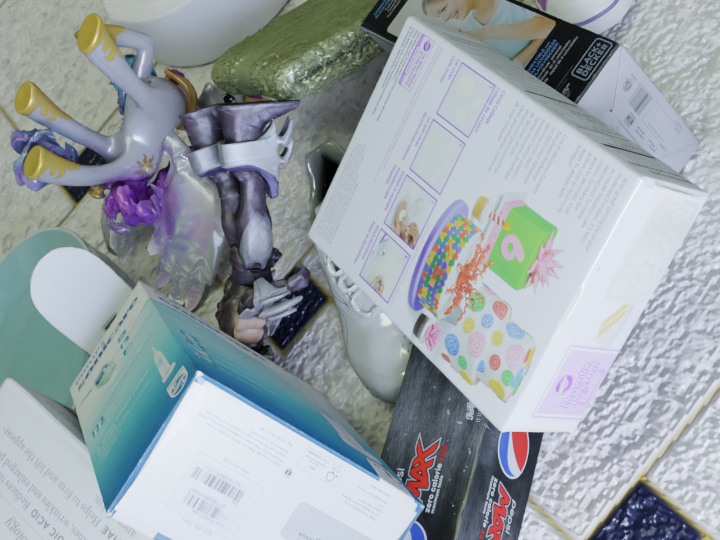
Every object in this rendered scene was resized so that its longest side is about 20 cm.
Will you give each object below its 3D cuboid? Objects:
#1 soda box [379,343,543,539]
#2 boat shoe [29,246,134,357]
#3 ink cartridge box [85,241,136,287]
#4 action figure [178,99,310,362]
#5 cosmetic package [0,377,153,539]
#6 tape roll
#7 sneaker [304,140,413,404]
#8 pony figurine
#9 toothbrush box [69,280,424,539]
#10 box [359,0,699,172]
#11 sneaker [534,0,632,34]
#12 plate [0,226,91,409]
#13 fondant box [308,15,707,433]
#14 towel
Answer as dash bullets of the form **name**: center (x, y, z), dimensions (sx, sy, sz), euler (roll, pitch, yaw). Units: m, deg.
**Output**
- **soda box**: center (0.049, 0.131, 0.715), dimensions (0.070, 0.063, 0.201), euler (-1, 61, 39)
- **boat shoe**: center (-0.142, 0.064, 0.867), dimensions (0.072, 0.200, 0.068), euler (-48, 0, -5)
- **ink cartridge box**: center (-0.195, 0.059, 0.981), dimensions (0.100, 0.039, 0.200), euler (-52, 42, -1)
- **action figure**: center (-0.073, -0.013, 0.861), dimensions (0.130, 0.069, 0.201), euler (-162, 66, -66)
- **cosmetic package**: center (-0.175, 0.206, 0.760), dimensions (0.165, 0.165, 0.201), euler (32, 85, 35)
- **tape roll**: center (-0.137, -0.283, 1.138), dimensions (0.202, 0.071, 0.203), euler (-20, 52, 28)
- **sneaker**: center (0.000, 0.000, 0.825), dimensions (0.074, 0.087, 0.201), euler (-30, 48, 11)
- **pony figurine**: center (-0.167, -0.089, 0.973), dimensions (0.166, 0.199, 0.194), euler (32, 101, 40)
- **toothbrush box**: center (-0.073, 0.096, 0.714), dimensions (0.086, 0.146, 0.200), euler (-56, 23, 1)
- **box**: center (0.102, -0.118, 0.801), dimensions (0.060, 0.117, 0.200), euler (-53, 45, 1)
- **sneaker**: center (0.123, -0.254, 0.874), dimensions (0.072, 0.114, 0.201), euler (-27, 50, 21)
- **plate**: center (-0.252, 0.065, 0.980), dimensions (0.200, 0.026, 0.201), euler (-21, 59, 40)
- **fondant box**: center (0.068, -0.029, 0.684), dimensions (0.200, 0.058, 0.145), euler (45, 117, 44)
- **towel**: center (-0.004, -0.181, 0.929), dimensions (0.200, 0.037, 0.148), euler (-34, 24, -18)
